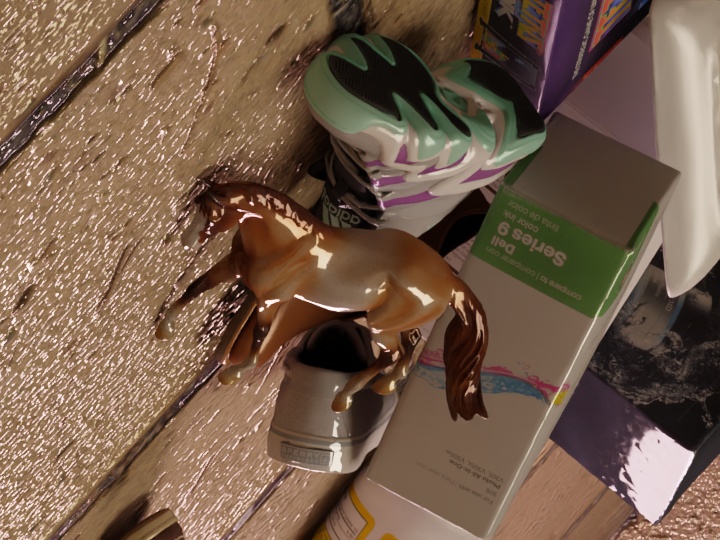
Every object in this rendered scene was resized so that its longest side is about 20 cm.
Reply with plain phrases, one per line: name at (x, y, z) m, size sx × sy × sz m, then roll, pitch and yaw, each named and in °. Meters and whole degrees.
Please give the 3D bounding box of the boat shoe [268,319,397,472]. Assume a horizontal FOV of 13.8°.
boat shoe at (-0.016, 0.063, 1.736) m, size 0.200 × 0.072 × 0.069 m, roll -35°, pitch 137°, yaw -74°

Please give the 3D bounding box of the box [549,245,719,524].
box at (0.208, 0.038, 2.144) m, size 0.197 × 0.200 × 0.118 m, roll -43°, pitch 164°, yaw -30°

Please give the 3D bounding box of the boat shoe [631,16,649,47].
boat shoe at (0.152, -0.086, 1.943) m, size 0.068 × 0.072 × 0.200 m, roll -39°, pitch 153°, yaw -40°

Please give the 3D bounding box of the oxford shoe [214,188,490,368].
oxford shoe at (0.000, 0.000, 1.665) m, size 0.200 × 0.071 × 0.071 m, roll -39°, pitch 166°, yaw -29°

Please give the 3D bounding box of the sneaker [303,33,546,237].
sneaker at (0.001, -0.048, 1.538) m, size 0.140 × 0.078 × 0.200 m, roll -42°, pitch 155°, yaw 22°

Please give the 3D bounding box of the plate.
plate at (0.228, -0.113, 1.762) m, size 0.200 × 0.032 × 0.201 m, roll -46°, pitch 138°, yaw -45°

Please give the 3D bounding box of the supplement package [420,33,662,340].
supplement package at (0.120, -0.039, 1.833) m, size 0.121 × 0.120 × 0.200 m, roll -32°, pitch 157°, yaw -53°

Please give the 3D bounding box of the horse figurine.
horse figurine at (-0.013, 0.015, 1.525) m, size 0.050 × 0.199 × 0.133 m, roll -94°, pitch -153°, yaw -47°

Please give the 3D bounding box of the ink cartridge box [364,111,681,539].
ink cartridge box at (0.091, 0.031, 1.671) m, size 0.201 × 0.087 × 0.145 m, roll -67°, pitch 173°, yaw 25°

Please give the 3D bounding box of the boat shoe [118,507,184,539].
boat shoe at (-0.144, 0.229, 1.792) m, size 0.072 × 0.072 × 0.200 m, roll -29°, pitch 154°, yaw -56°

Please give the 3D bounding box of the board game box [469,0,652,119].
board game box at (0.138, -0.189, 1.640) m, size 0.165 × 0.057 × 0.200 m, roll -47°, pitch 166°, yaw -19°

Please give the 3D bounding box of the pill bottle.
pill bottle at (0.019, 0.216, 2.189) m, size 0.200 × 0.112 × 0.112 m, roll -54°, pitch 166°, yaw 15°
